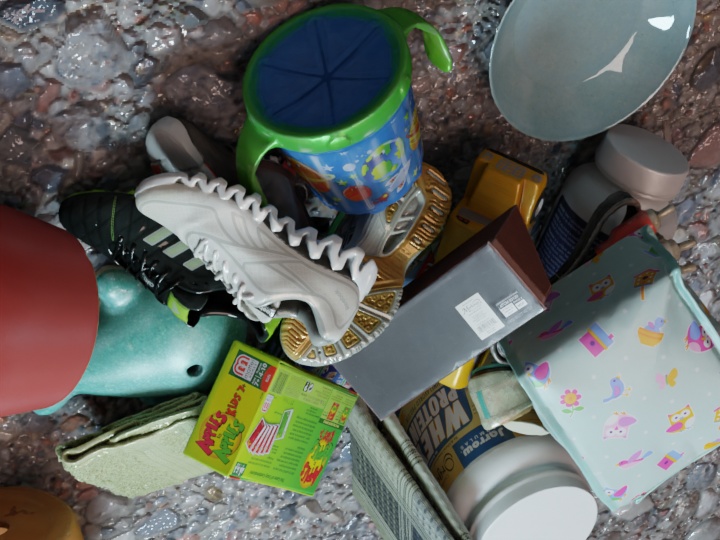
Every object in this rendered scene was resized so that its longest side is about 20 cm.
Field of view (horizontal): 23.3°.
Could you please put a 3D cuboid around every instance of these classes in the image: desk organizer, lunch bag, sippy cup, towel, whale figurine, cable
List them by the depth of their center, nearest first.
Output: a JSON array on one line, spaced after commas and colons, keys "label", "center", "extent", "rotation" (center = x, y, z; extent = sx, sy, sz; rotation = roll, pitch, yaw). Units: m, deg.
[{"label": "sippy cup", "center": [-0.010, -0.118, 1.384], "extent": [0.176, 0.141, 0.131], "rotation": [-13, 143, 12]}, {"label": "whale figurine", "center": [-0.187, 0.067, 1.453], "extent": [0.198, 0.104, 0.160], "rotation": [-24, 135, -11]}, {"label": "desk organizer", "center": [0.072, 0.035, 1.456], "extent": [0.072, 0.077, 0.200], "rotation": [48, 126, -7]}, {"label": "lunch bag", "center": [0.231, 0.092, 1.474], "extent": [0.170, 0.122, 0.201], "rotation": [-34, 117, 5]}, {"label": "cable", "center": [0.192, 0.007, 1.500], "extent": [0.199, 0.050, 0.098], "rotation": [-31, 118, -8]}, {"label": "towel", "center": [-0.170, 0.156, 1.518], "extent": [0.147, 0.037, 0.200], "rotation": [-20, 163, 6]}, {"label": "towel", "center": [0.050, 0.228, 1.639], "extent": [0.034, 0.200, 0.193], "rotation": [-27, 148, -16]}]

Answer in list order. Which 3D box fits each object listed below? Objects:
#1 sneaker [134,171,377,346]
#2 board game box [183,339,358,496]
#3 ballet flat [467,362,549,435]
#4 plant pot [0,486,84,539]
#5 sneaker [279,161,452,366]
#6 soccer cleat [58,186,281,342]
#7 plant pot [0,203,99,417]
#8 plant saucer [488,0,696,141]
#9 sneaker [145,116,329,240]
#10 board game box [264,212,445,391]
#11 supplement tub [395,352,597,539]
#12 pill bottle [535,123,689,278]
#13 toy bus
[{"label": "sneaker", "center": [-0.086, -0.011, 1.341], "extent": [0.198, 0.075, 0.082], "rotation": [26, 72, -8]}, {"label": "board game box", "center": [-0.072, 0.129, 1.490], "extent": [0.102, 0.047, 0.200], "rotation": [-65, 158, -3]}, {"label": "ballet flat", "center": [0.170, 0.118, 1.580], "extent": [0.199, 0.063, 0.067], "rotation": [1, 160, -42]}, {"label": "plant pot", "center": [-0.312, 0.282, 1.517], "extent": [0.198, 0.200, 0.142], "rotation": [-11, 115, -21]}, {"label": "sneaker", "center": [0.000, 0.000, 1.450], "extent": [0.076, 0.088, 0.200], "rotation": [44, 72, -13]}, {"label": "soccer cleat", "center": [-0.149, -0.006, 1.384], "extent": [0.198, 0.082, 0.068], "rotation": [20, 147, -4]}, {"label": "plant pot", "center": [-0.305, 0.028, 1.307], "extent": [0.176, 0.201, 0.201], "rotation": [8, 123, -44]}, {"label": "plant saucer", "center": [0.191, -0.204, 1.485], "extent": [0.199, 0.039, 0.202], "rotation": [-15, 133, -17]}, {"label": "sneaker", "center": [-0.097, -0.072, 1.430], "extent": [0.200, 0.077, 0.082], "rotation": [48, 65, -39]}, {"label": "board game box", "center": [0.004, 0.029, 1.583], "extent": [0.134, 0.029, 0.201], "rotation": [11, 120, -34]}, {"label": "supplement tub", "center": [0.125, 0.174, 1.646], "extent": [0.143, 0.201, 0.146], "rotation": [-15, 135, -16]}, {"label": "pill bottle", "center": [0.222, -0.027, 1.598], "extent": [0.110, 0.111, 0.201], "rotation": [3, 125, -31]}, {"label": "toy bus", "center": [0.100, -0.002, 1.520], "extent": [0.078, 0.065, 0.201], "rotation": [-46, 157, -53]}]
